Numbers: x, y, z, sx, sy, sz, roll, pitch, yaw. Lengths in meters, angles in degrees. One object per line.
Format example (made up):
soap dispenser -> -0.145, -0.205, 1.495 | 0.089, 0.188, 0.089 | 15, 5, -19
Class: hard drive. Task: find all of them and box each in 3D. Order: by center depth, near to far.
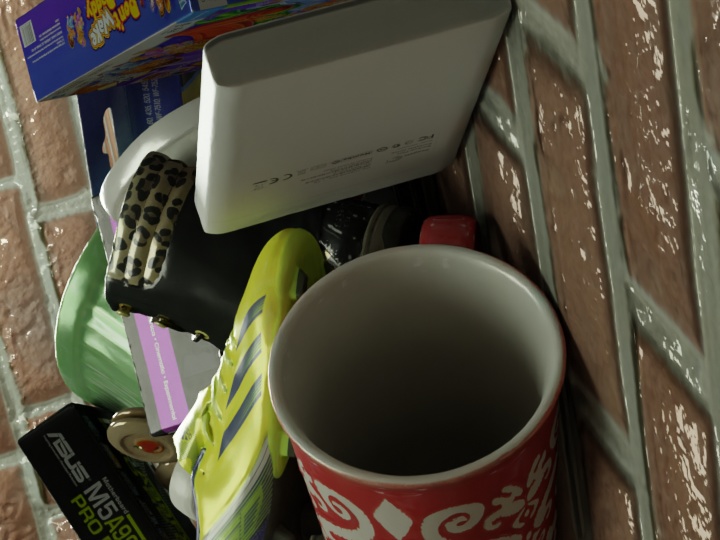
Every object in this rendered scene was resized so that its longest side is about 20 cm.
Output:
hard drive -> -0.009, -0.073, 1.091 | 0.200, 0.131, 0.027 | 107, 146, -73

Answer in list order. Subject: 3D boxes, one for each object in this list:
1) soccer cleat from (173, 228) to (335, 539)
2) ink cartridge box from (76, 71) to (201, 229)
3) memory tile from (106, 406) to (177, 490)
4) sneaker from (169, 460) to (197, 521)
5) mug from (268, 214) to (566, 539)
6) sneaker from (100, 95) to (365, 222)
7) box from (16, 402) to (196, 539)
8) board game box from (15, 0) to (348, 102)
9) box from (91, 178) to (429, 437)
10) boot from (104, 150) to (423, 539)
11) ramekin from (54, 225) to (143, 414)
soccer cleat -> -0.057, 0.073, 1.176 | 0.065, 0.083, 0.201 | -30, -50, -59
ink cartridge box -> -0.101, -0.125, 1.457 | 0.198, 0.047, 0.200 | 88, -155, -51
memory tile -> -0.046, 0.129, 1.435 | 0.200, 0.153, 0.017 | 44, -135, -42
sneaker -> -0.009, 0.120, 1.317 | 0.082, 0.200, 0.074 | 26, 108, 46
mug -> 0.049, 0.087, 1.151 | 0.133, 0.178, 0.200 | 26, 149, 26
sneaker -> -0.052, -0.055, 1.251 | 0.073, 0.200, 0.085 | -2, -113, -58
box -> -0.130, 0.178, 1.503 | 0.200, 0.044, 0.160 | 56, -179, 8
board game box -> -0.068, -0.134, 1.157 | 0.200, 0.134, 0.045 | -17, 88, 61
box -> -0.049, -0.002, 1.314 | 0.036, 0.200, 0.143 | -3, -103, -56
boot -> -0.057, 0.043, 1.240 | 0.073, 0.153, 0.204 | -48, -28, -64
ramekin -> -0.083, 0.023, 1.479 | 0.098, 0.200, 0.200 | 36, 151, 27
